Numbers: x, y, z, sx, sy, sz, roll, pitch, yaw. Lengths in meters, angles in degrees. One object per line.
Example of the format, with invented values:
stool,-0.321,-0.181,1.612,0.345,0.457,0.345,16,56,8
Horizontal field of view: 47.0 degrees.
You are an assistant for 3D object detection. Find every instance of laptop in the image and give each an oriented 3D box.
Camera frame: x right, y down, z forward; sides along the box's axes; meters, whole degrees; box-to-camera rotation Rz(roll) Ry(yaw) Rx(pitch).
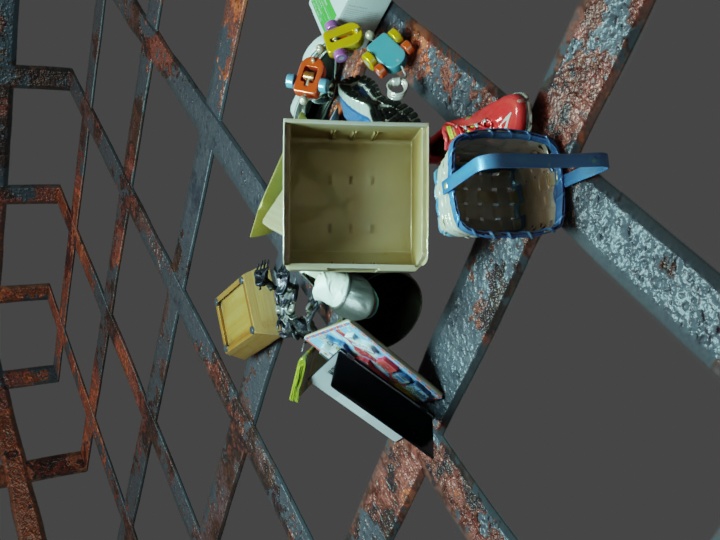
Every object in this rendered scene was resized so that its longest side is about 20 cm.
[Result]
laptop,0.010,0.225,1.290,0.187,0.116,0.200,36,140,-6

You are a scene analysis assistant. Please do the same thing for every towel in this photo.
towel,-0.069,0.151,1.450,0.018,0.200,0.087,21,114,13

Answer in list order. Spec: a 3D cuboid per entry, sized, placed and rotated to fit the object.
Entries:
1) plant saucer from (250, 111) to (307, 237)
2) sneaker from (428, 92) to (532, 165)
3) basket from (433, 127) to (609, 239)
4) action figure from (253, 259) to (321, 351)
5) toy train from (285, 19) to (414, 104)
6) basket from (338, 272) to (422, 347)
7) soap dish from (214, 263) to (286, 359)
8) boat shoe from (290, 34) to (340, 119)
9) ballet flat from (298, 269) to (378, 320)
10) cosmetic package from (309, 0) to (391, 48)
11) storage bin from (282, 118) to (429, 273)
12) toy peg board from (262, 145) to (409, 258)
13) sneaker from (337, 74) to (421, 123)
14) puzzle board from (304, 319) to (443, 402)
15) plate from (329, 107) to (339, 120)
plant saucer,-0.138,-0.164,1.533,0.200,0.048,0.201,133,160,-72
sneaker,0.154,-0.182,1.133,0.200,0.084,0.078,-25,74,56
basket,0.180,-0.108,1.019,0.200,0.175,0.141,165,103,-68
action figure,-0.122,0.065,1.581,0.118,0.102,0.201,3,139,30
toy train,-0.011,-0.318,1.318,0.056,0.198,0.152,56,-137,-71
basket,0.000,0.000,1.355,0.181,0.135,0.201,80,167,-47
soap dish,-0.240,0.093,1.785,0.200,0.081,0.159,-34,65,52
boat shoe,-0.072,-0.331,1.492,0.064,0.070,0.201,65,150,30
ballet flat,-0.047,0.019,1.227,0.200,0.068,0.068,35,104,56
cosmetic package,0.001,-0.474,1.342,0.200,0.084,0.108,-57,45,45
storage bin,-0.010,-0.100,1.156,0.094,0.198,0.201,151,120,-83
toy peg board,-0.020,-0.108,1.310,0.199,0.098,0.200,28,83,47
sneaker,0.035,-0.232,1.341,0.200,0.078,0.090,51,156,34
puzzle board,0.017,0.155,1.321,0.150,0.200,0.017,-25,29,55
plate,-0.075,-0.192,1.465,0.200,0.025,0.202,-155,90,-85
